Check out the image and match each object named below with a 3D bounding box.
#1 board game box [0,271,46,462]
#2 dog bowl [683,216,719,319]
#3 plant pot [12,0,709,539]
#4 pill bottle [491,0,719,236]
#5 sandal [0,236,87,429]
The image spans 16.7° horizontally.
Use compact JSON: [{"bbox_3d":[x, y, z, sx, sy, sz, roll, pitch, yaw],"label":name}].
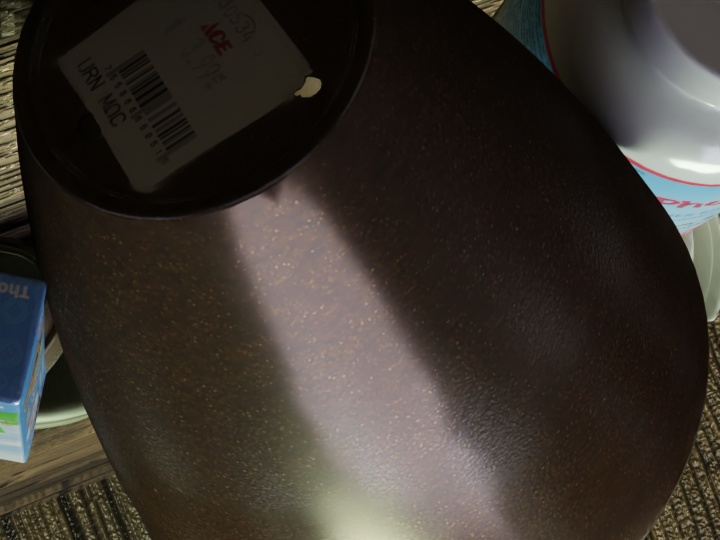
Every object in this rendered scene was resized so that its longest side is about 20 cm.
[{"bbox_3d":[-0.165,0.018,0.690,0.150,0.037,0.200,11,171,-5],"label":"board game box"},{"bbox_3d":[0.077,0.011,1.195,0.199,0.059,0.201,-14,129,-17],"label":"dog bowl"},{"bbox_3d":[-0.013,-0.010,0.665,0.186,0.188,0.200,-22,151,7],"label":"plant pot"},{"bbox_3d":[0.104,-0.074,0.807,0.108,0.109,0.200,-20,175,-11],"label":"pill bottle"},{"bbox_3d":[-0.149,0.024,0.978,0.200,0.080,0.057,-16,158,-44],"label":"sandal"}]
